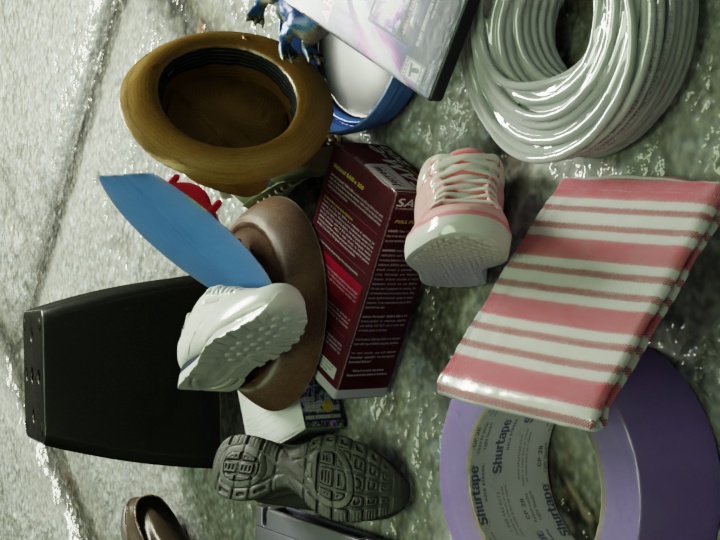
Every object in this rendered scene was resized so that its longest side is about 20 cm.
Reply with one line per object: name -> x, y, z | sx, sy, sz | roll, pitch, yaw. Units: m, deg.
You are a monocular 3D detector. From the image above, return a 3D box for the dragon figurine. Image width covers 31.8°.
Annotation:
dragon figurine -> -0.053, -0.252, 1.121 | 0.200, 0.059, 0.100 | 54, 129, 32

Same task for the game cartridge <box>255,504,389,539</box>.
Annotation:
game cartridge -> -0.036, 0.301, 1.195 | 0.199, 0.038, 0.131 | 3, 97, 53

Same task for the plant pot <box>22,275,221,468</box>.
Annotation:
plant pot -> -0.261, 0.107, 1.343 | 0.200, 0.176, 0.201 | 174, 95, -68

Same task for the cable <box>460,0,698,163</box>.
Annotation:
cable -> 0.150, -0.178, 0.907 | 0.200, 0.069, 0.201 | 51, 130, 39

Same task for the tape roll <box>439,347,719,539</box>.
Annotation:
tape roll -> 0.150, 0.147, 0.897 | 0.199, 0.085, 0.202 | -1, 89, 53

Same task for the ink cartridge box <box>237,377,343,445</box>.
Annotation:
ink cartridge box -> -0.082, 0.072, 1.239 | 0.109, 0.050, 0.201 | -34, 63, 50

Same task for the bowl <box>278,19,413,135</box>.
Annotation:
bowl -> -0.005, -0.223, 1.140 | 0.200, 0.039, 0.202 | 0, 90, 53

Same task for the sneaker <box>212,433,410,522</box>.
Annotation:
sneaker -> -0.037, 0.190, 1.164 | 0.199, 0.091, 0.077 | 6, 78, 32

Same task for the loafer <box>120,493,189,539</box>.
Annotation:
loafer -> -0.198, 0.322, 1.394 | 0.071, 0.073, 0.200 | -52, 55, 26

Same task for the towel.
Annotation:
towel -> 0.151, 0.017, 0.849 | 0.146, 0.030, 0.201 | 8, 58, 53

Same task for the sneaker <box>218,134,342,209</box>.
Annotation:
sneaker -> -0.082, -0.095, 1.235 | 0.200, 0.067, 0.091 | 17, 119, 47

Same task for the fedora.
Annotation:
fedora -> -0.119, -0.129, 1.125 | 0.201, 0.199, 0.082 | 57, 156, 36

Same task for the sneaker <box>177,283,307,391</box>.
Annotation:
sneaker -> -0.112, 0.044, 1.112 | 0.200, 0.076, 0.081 | -34, 51, 50

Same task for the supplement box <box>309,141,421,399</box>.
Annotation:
supplement box -> 0.000, 0.000, 1.116 | 0.109, 0.061, 0.201 | 43, 125, 47

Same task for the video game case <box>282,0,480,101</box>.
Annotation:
video game case -> 0.020, -0.240, 0.986 | 0.200, 0.019, 0.144 | 40, 119, 38

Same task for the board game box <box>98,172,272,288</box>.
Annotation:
board game box -> -0.148, -0.046, 1.139 | 0.039, 0.158, 0.200 | -53, 27, -20

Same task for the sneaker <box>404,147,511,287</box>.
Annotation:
sneaker -> 0.073, -0.050, 0.952 | 0.200, 0.075, 0.106 | 77, -163, -81

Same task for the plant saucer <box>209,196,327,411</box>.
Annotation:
plant saucer -> -0.095, 0.030, 1.178 | 0.200, 0.034, 0.202 | -6, 83, 58
